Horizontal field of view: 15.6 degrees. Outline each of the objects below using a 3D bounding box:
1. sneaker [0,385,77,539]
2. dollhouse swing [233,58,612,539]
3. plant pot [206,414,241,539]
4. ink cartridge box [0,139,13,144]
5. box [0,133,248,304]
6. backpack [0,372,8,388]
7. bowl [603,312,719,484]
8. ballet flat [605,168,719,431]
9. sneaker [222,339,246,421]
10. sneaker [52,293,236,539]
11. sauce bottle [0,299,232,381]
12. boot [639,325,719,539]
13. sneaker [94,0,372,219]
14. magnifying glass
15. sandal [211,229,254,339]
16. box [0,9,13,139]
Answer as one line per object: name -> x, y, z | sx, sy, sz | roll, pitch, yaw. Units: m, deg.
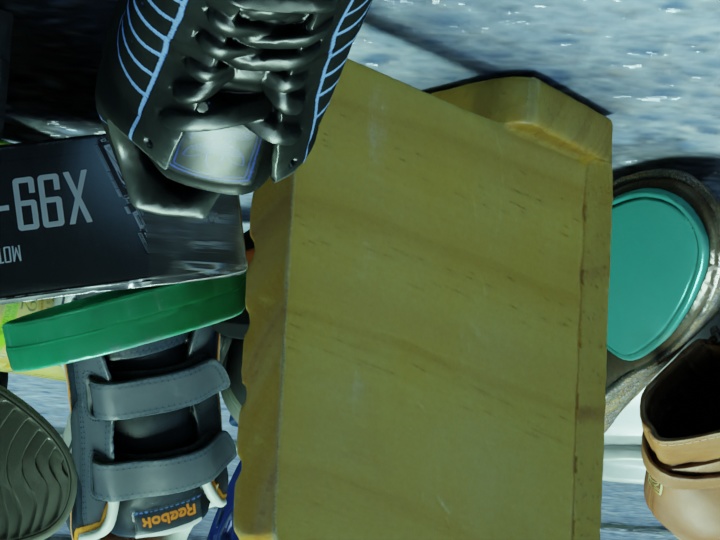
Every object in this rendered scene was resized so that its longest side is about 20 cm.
sneaker -> -0.218, 0.067, 1.082 | 0.199, 0.075, 0.106 | 15, 172, -14
dollhouse swing -> -0.013, 0.038, 0.878 | 0.175, 0.201, 0.181 | 11, 168, -38
plant pot -> 0.021, 0.145, 1.509 | 0.199, 0.181, 0.200 | 7, 170, -18
ink cartridge box -> -0.196, -0.004, 1.061 | 0.199, 0.076, 0.148 | 0, 169, 26
box -> -0.124, -0.015, 0.871 | 0.157, 0.050, 0.200 | -7, -178, -8
backpack -> -0.285, 0.047, 1.234 | 0.166, 0.127, 0.199 | -21, 155, 40
bowl -> 0.137, 0.048, 1.195 | 0.200, 0.091, 0.201 | 4, 170, 1
ballet flat -> 0.105, 0.014, 1.054 | 0.067, 0.068, 0.200 | -28, 164, -37
sneaker -> 0.026, 0.078, 1.165 | 0.200, 0.075, 0.106 | 35, 152, 6
sneaker -> -0.093, 0.065, 1.167 | 0.078, 0.080, 0.201 | -12, 140, -18
sauce bottle -> -0.120, 0.021, 1.216 | 0.199, 0.065, 0.065 | 10, 168, -39
boot -> 0.200, 0.039, 1.067 | 0.199, 0.077, 0.155 | -28, 150, 2
sneaker -> -0.026, -0.065, 0.668 | 0.070, 0.078, 0.200 | 6, 170, -12
magnifying glass -> -0.057, 0.009, 0.939 | 0.079, 0.023, 0.200 | -13, -175, 25
sandal -> 0.000, 0.000, 1.052 | 0.199, 0.075, 0.045 | 2, 141, 44
box -> -0.233, -0.067, 0.810 | 0.199, 0.049, 0.161 | -5, 165, 36
